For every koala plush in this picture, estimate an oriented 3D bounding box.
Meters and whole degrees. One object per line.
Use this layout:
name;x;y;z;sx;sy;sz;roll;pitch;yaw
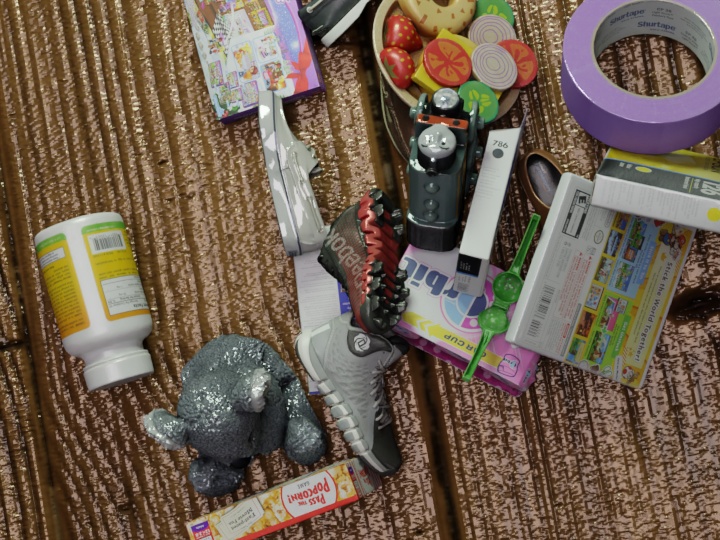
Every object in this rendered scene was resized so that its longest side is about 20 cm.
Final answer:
koala plush;-0.157;0.163;1.635;0.177;0.200;0.184;-21;83;10

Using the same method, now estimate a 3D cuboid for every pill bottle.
pill bottle;-0.317;0.040;1.717;0.111;0.111;0.201;-18;84;10

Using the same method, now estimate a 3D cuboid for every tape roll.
tape roll;0.325;-0.231;1.584;0.199;0.066;0.201;-3;61;5

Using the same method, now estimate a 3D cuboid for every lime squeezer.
lime squeezer;0.159;0.038;1.568;0.038;0.071;0.201;27;80;-7

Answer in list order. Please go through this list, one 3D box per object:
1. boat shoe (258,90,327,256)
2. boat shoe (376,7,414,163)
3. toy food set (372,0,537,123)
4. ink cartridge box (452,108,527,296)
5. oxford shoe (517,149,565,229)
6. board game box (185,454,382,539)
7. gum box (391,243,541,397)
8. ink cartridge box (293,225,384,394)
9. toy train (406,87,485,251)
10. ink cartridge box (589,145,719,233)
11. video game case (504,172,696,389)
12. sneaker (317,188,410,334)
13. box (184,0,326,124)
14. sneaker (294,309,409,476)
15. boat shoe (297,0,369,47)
boat shoe;-0.078;-0.119;1.676;0.065;0.072;0.201;-11;80;-3
boat shoe;0.052;-0.218;1.673;0.074;0.075;0.203;-16;85;10
toy food set;0.108;-0.256;1.633;0.198;0.049;0.200;34;59;-9
ink cartridge box;0.146;-0.080;1.600;0.039;0.100;0.201;14;64;7
oxford shoe;0.242;-0.052;1.632;0.071;0.071;0.200;-35;83;6
board game box;-0.085;0.270;1.641;0.199;0.151;0.046;-22;84;10
gum box;0.128;0.052;1.636;0.200;0.066;0.114;26;76;12
ink cartridge box;-0.025;0.045;1.698;0.094;0.037;0.201;-7;84;10
toy train;0.089;-0.110;1.572;0.085;0.200;0.114;9;58;6
ink cartridge box;0.361;-0.091;1.545;0.199;0.198;0.047;12;109;12
video game case;0.273;0.014;1.595;0.182;0.023;0.201;20;88;-22
sneaker;0.000;0.000;1.605;0.098;0.071;0.201;-25;43;24
box;-0.134;-0.295;1.732;0.136;0.039;0.201;-16;84;11
sneaker;0.020;0.135;1.631;0.115;0.075;0.200;-31;99;13
boat shoe;0.009;-0.357;1.682;0.060;0.076;0.200;43;91;-8
